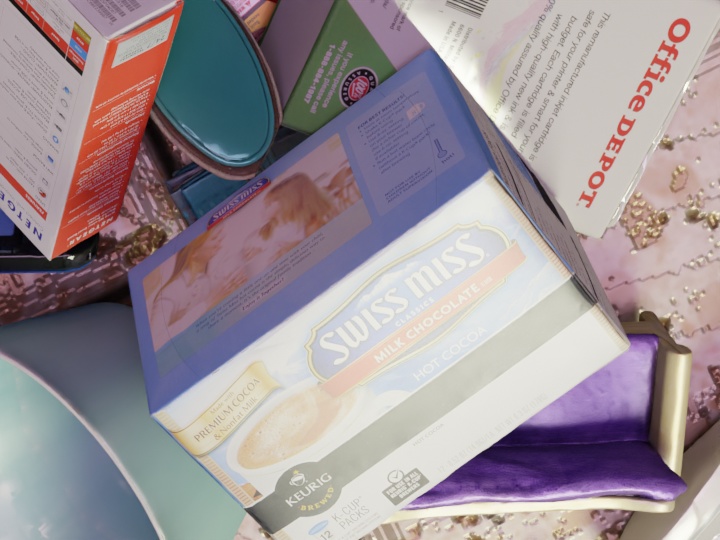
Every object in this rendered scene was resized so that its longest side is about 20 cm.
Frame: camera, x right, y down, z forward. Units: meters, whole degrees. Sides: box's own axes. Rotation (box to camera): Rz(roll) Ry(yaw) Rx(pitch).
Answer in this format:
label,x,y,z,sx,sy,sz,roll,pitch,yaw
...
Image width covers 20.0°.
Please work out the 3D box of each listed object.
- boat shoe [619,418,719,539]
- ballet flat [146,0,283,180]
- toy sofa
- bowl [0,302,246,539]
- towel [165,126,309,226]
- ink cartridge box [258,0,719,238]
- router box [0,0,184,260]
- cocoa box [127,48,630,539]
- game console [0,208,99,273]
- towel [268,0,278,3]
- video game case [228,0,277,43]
label,x,y,z,sx,sy,sz,roll,pitch,yaw
boat shoe,0.228,0.120,1.182,0.068,0.072,0.200,42,86,-9
ballet flat,-0.106,-0.130,1.024,0.067,0.062,0.201,-35,88,-11
toy sofa,0.083,0.079,1.132,0.198,0.098,0.083,-1,111,-8
bowl,-0.133,0.098,1.107,0.105,0.200,0.202,-37,102,-35
towel,0.000,0.000,1.151,0.146,0.022,0.201,-28,110,2
ink cartridge box,0.065,-0.122,1.059,0.199,0.084,0.145,18,111,-24
router box,-0.185,-0.133,1.007,0.049,0.180,0.200,-34,73,-34
cocoa box,0.004,0.018,0.996,0.199,0.134,0.131,-36,122,10
game console,-0.239,-0.092,1.096,0.198,0.171,0.119,-1,126,-3
towel,0.034,-0.195,1.114,0.199,0.022,0.146,17,98,-6
video game case,-0.005,-0.173,1.139,0.200,0.026,0.181,-41,99,3
